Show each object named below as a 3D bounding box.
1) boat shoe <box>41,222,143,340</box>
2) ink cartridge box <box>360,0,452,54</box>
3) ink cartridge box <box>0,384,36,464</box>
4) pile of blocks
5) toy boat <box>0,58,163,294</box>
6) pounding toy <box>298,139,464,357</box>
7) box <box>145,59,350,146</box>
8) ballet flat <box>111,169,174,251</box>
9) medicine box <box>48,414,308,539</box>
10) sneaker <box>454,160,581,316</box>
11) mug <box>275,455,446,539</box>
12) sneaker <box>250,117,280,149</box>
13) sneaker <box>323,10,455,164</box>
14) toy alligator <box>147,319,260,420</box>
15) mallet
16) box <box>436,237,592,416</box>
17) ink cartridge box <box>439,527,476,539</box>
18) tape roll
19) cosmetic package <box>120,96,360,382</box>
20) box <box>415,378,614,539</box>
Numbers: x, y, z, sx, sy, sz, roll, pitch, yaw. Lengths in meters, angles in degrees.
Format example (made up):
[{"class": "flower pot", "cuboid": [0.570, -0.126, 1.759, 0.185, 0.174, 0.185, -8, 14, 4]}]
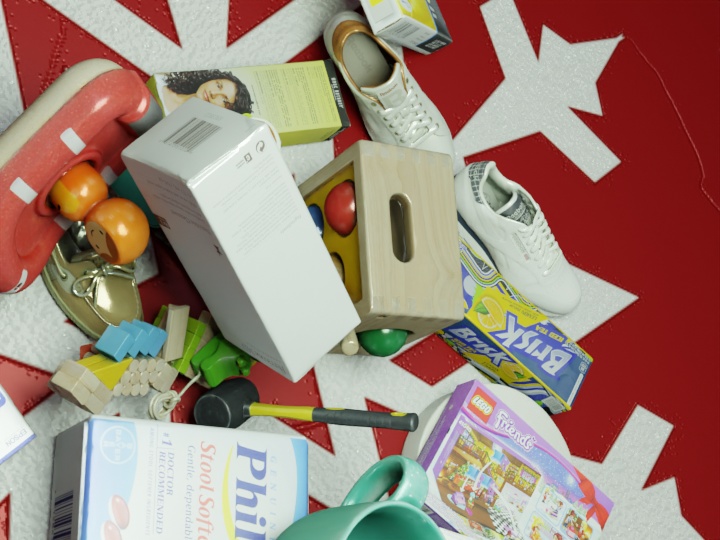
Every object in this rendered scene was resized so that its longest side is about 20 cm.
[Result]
[{"class": "boat shoe", "cuboid": [-0.242, -0.033, 1.067, 0.072, 0.063, 0.203, -22, 86, -34]}, {"class": "ink cartridge box", "cuboid": [0.019, -0.329, 1.269, 0.203, 0.046, 0.197, 69, 19, 3]}, {"class": "ink cartridge box", "cuboid": [-0.354, 0.081, 0.981, 0.094, 0.037, 0.201, -38, 93, -35]}, {"class": "pile of blocks", "cuboid": [-0.190, 0.063, 1.038, 0.199, 0.061, 0.084, -9, 115, -58]}, {"class": "toy boat", "cuboid": [-0.220, -0.056, 0.973, 0.131, 0.131, 0.200, 44, 87, 10]}, {"class": "pounding toy", "cuboid": [0.000, 0.000, 1.129, 0.140, 0.184, 0.204, 6, 72, -29]}, {"class": "box", "cuboid": [-0.110, -0.155, 1.195, 0.197, 0.050, 0.077, -12, 80, -34]}, {"class": "ballet flat", "cuboid": [-0.159, -0.055, 1.133, 0.201, 0.072, 0.072, 48, 57, -9]}, {"class": "medicine box", "cuboid": [-0.150, 0.225, 1.016, 0.197, 0.103, 0.186, 9, 70, -28]}, {"class": "sneaker", "cuboid": [0.170, -0.030, 1.305, 0.200, 0.080, 0.077, 44, 56, -13]}, {"class": "mug", "cuboid": [-0.001, 0.255, 0.973, 0.184, 0.113, 0.154, -35, 102, -47]}, {"class": "sneaker", "cuboid": [-0.089, -0.092, 1.102, 0.073, 0.085, 0.200, 40, 15, 2]}, {"class": "sneaker", "cuboid": [0.031, -0.165, 1.242, 0.072, 0.085, 0.201, -38, 111, 5]}, {"class": "toy alligator", "cuboid": [-0.102, 0.065, 1.069, 0.201, 0.054, 0.060, -50, 146, -31]}, {"class": "mallet", "cuboid": [-0.043, 0.122, 1.076, 0.066, 0.196, 0.042, -37, 128, -74]}, {"class": "box", "cuboid": [0.141, 0.062, 1.267, 0.199, 0.064, 0.071, 41, 58, -14]}, {"class": "ink cartridge box", "cuboid": [0.043, 0.336, 1.069, 0.084, 0.145, 0.203, 27, 62, -22]}, {"class": "tape roll", "cuboid": [0.129, 0.215, 1.226, 0.200, 0.037, 0.207, 11, 69, -29]}, {"class": "cosmetic package", "cuboid": [-0.090, -0.023, 0.960, 0.081, 0.112, 0.202, -39, 126, -21]}, {"class": "box", "cuboid": [0.143, 0.221, 1.187, 0.200, 0.039, 0.138, 42, 59, -13]}]
